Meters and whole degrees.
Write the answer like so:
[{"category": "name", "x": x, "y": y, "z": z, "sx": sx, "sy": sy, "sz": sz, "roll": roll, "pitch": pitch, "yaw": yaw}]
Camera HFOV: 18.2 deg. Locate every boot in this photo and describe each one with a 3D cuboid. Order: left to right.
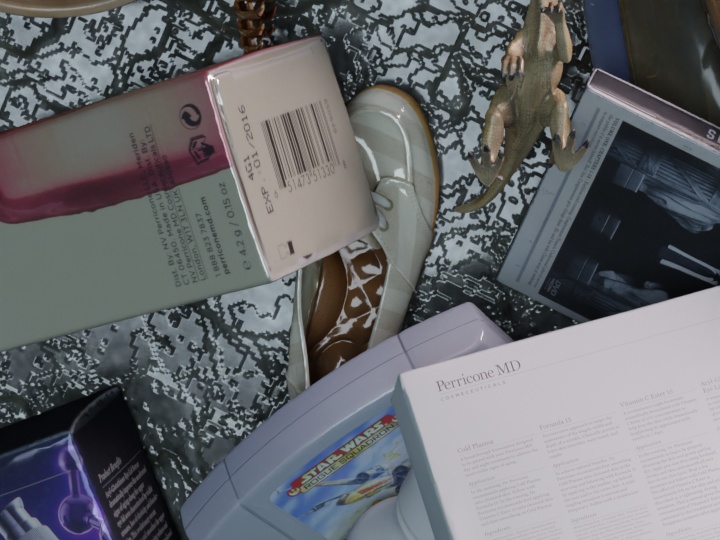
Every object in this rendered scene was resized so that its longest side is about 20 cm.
[{"category": "boot", "x": 0.180, "y": -0.091, "z": 1.187, "sx": 0.096, "sy": 0.075, "sz": 0.201, "roll": 1, "pitch": 113, "yaw": 35}]

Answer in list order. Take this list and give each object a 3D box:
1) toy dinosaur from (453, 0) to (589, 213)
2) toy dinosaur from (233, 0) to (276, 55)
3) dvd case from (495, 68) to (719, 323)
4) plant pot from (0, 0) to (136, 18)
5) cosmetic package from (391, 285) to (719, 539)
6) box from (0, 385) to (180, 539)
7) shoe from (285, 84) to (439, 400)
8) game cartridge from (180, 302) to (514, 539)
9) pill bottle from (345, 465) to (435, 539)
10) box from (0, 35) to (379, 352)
[{"category": "toy dinosaur", "x": 0.086, "y": -0.085, "z": 1.145, "sx": 0.058, "sy": 0.101, "sz": 0.201, "roll": 9, "pitch": 126, "yaw": 0}, {"category": "toy dinosaur", "x": -0.024, "y": -0.210, "z": 1.186, "sx": 0.135, "sy": 0.102, "sz": 0.201, "roll": 19, "pitch": 122, "yaw": 20}, {"category": "dvd case", "x": 0.184, "y": -0.005, "z": 1.171, "sx": 0.199, "sy": 0.025, "sz": 0.151, "roll": 27, "pitch": 135, "yaw": 5}, {"category": "plant pot", "x": -0.164, "y": -0.239, "z": 1.168, "sx": 0.199, "sy": 0.093, "sz": 0.202, "roll": 0, "pitch": 130, "yaw": 0}, {"category": "cosmetic package", "x": 0.131, "y": 0.100, "z": 1.102, "sx": 0.199, "sy": 0.052, "sz": 0.152, "roll": -14, "pitch": 73, "yaw": -10}, {"category": "box", "x": -0.175, "y": 0.187, "z": 1.256, "sx": 0.147, "sy": 0.104, "sz": 0.201, "roll": -21, "pitch": 97, "yaw": 12}, {"category": "shoe", "x": 0.000, "y": 0.000, "z": 1.223, "sx": 0.069, "sy": 0.053, "sz": 0.202, "roll": 11, "pitch": 101, "yaw": 7}, {"category": "game cartridge", "x": 0.008, "y": 0.103, "z": 1.209, "sx": 0.200, "sy": 0.133, "sz": 0.042, "roll": -36, "pitch": 52, "yaw": 13}, {"category": "pill bottle", "x": 0.031, "y": 0.191, "z": 1.196, "sx": 0.111, "sy": 0.111, "sz": 0.201, "roll": 27, "pitch": 121, "yaw": 3}, {"category": "box", "x": -0.112, "y": -0.038, "z": 1.167, "sx": 0.199, "sy": 0.128, "sz": 0.110, "roll": -14, "pitch": 97, "yaw": 29}]
